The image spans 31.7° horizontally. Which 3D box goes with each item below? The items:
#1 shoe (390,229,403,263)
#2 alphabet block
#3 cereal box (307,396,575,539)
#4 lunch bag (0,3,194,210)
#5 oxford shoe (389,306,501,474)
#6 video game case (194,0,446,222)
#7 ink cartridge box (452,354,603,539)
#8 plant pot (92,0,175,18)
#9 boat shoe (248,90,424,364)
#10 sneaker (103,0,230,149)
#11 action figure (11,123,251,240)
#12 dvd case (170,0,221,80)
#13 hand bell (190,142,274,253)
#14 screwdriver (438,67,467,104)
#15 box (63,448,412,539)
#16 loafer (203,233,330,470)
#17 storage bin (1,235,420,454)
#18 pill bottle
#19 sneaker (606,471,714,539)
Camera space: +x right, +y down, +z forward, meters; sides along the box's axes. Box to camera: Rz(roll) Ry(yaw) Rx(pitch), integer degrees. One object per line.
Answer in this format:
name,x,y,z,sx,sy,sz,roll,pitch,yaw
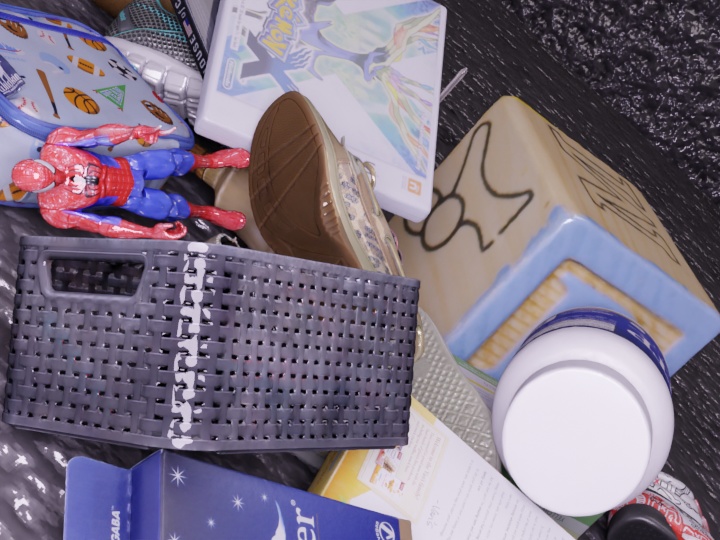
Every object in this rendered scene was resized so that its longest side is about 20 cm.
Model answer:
shoe,0.000,0.000,0.953,0.072,0.091,0.200,49,22,5
alphabet block,0.152,0.008,1.084,0.195,0.195,0.201,33,24,-29
cereal box,0.056,0.176,0.739,0.200,0.040,0.144,42,40,-6
lunch bag,-0.213,-0.115,0.824,0.161,0.076,0.199,49,20,21
oxford shoe,0.053,0.107,0.895,0.201,0.074,0.058,-112,-177,-45
video game case,-0.022,-0.151,0.929,0.180,0.022,0.202,21,55,-21
ink cartridge box,0.126,0.164,0.936,0.145,0.048,0.201,31,21,-30
plant pot,-0.103,-0.237,1.072,0.200,0.187,0.186,44,20,19
boat shoe,-0.017,-0.025,0.811,0.062,0.073,0.202,14,49,-46
sneaker,-0.109,-0.155,0.976,0.198,0.078,0.092,25,65,0
action figure,-0.116,-0.052,0.761,0.098,0.066,0.199,7,5,33
dvd case,-0.048,-0.197,0.969,0.198,0.025,0.152,-13,72,-37
hand bell,-0.121,-0.082,0.942,0.199,0.105,0.104,32,20,7
screwdriver,0.019,-0.087,1.007,0.028,0.200,0.029,38,18,-10
box,-0.048,0.159,0.593,0.199,0.032,0.122,23,49,-37
loafer,-0.045,0.054,0.804,0.200,0.070,0.075,41,21,-6
storage bin,-0.071,0.040,0.659,0.134,0.095,0.199,2,-5,35
pill bottle,0.149,0.094,0.845,0.120,0.120,0.200,44,13,6
sneaker,0.289,0.247,1.041,0.201,0.067,0.108,40,23,0
